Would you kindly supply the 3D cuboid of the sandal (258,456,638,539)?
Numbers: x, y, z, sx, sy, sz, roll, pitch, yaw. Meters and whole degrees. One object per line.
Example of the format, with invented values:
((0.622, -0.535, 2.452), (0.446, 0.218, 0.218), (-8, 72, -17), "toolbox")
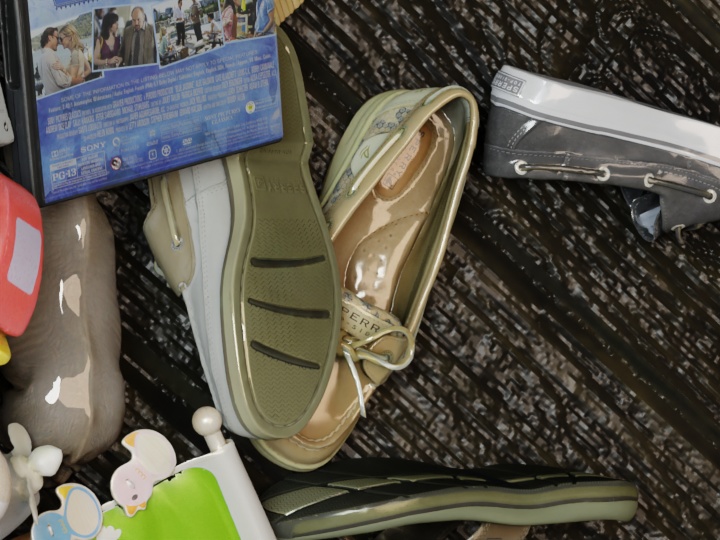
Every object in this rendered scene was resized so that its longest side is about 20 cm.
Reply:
((0.045, 0.125, 1.448), (0.201, 0.080, 0.057), (2, 98, -25), "sandal")

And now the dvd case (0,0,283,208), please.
((-0.097, -0.138, 1.299), (0.143, 0.018, 0.200), (-17, 112, -38), "dvd case")

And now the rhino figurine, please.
((-0.141, -0.003, 1.363), (0.060, 0.087, 0.200), (0, 84, -26), "rhino figurine")

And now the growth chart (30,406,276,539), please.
((-0.112, 0.166, 1.345), (0.200, 0.018, 0.145), (-40, 113, -22), "growth chart")

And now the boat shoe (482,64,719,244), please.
((0.150, -0.048, 1.521), (0.200, 0.070, 0.066), (14, 96, -26), "boat shoe")

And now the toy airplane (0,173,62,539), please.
((-0.206, 0.073, 1.225), (0.200, 0.141, 0.199), (-28, 140, -42), "toy airplane")

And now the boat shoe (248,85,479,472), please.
((0.000, 0.000, 1.443), (0.073, 0.063, 0.200), (25, 75, -22), "boat shoe")

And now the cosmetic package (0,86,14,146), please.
((-0.262, -0.103, 1.276), (0.200, 0.052, 0.151), (-14, 88, 14), "cosmetic package")

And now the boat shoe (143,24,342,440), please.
((-0.059, -0.015, 1.403), (0.075, 0.068, 0.200), (14, 67, -47), "boat shoe")

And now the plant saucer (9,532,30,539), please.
((-0.119, 0.216, 1.380), (0.200, 0.037, 0.201), (3, 83, -25), "plant saucer")

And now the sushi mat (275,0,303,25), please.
((-0.039, -0.213, 1.415), (0.096, 0.012, 0.200), (-39, 135, -25), "sushi mat")
